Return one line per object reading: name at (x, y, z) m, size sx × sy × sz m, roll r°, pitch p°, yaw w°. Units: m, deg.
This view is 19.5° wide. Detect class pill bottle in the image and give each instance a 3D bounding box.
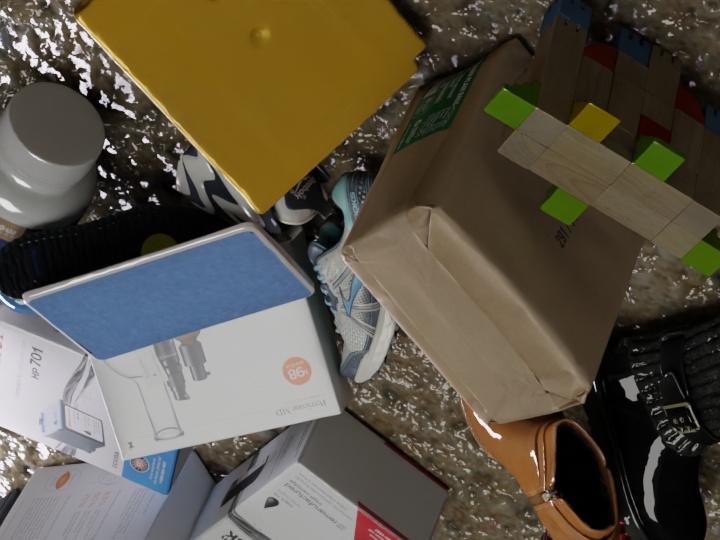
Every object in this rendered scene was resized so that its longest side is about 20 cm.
pill bottle at (-0.281, -0.062, 1.706) m, size 0.111 × 0.111 × 0.200 m, roll 34°, pitch 137°, yaw -7°

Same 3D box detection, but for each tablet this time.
tablet at (-0.148, 0.017, 1.630) m, size 0.199 × 0.014 × 0.130 m, roll -18°, pitch 150°, yaw 15°

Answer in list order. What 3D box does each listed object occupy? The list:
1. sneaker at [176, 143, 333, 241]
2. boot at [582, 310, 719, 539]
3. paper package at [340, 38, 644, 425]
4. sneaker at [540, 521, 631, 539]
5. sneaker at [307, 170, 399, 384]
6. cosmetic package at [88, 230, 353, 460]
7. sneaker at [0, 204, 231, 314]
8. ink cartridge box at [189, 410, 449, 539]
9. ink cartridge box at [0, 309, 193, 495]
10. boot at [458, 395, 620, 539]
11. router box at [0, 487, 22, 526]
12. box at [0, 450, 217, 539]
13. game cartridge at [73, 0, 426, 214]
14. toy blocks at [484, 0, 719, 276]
sneaker at (-0.071, -0.095, 1.573) m, size 0.129 × 0.079 × 0.200 m, roll 33°, pitch 139°, yaw 16°
boot at (0.267, 0.133, 1.621) m, size 0.157 × 0.079 × 0.212 m, roll -11°, pitch 112°, yaw 34°
paper package at (0.100, -0.028, 1.485) m, size 0.103 × 0.200 × 0.191 m, roll -22°, pitch 119°, yaw 39°
sneaker at (0.189, 0.228, 1.773) m, size 0.095 × 0.079 × 0.201 m, roll -1°, pitch 130°, yaw 30°
sneaker at (0.000, 0.000, 1.653) m, size 0.086 × 0.078 × 0.201 m, roll 16°, pitch 126°, yaw 3°
cosmetic package at (-0.122, 0.061, 1.718) m, size 0.199 × 0.052 × 0.151 m, roll -14°, pitch 104°, yaw 17°
sneaker at (-0.193, -0.004, 1.671) m, size 0.199 × 0.066 × 0.078 m, roll -10°, pitch 162°, yaw -2°
ink cartridge box at (-0.041, 0.224, 1.877) m, size 0.144 × 0.084 × 0.200 m, roll 38°, pitch 136°, yaw -12°
ink cartridge box at (-0.237, 0.093, 1.851) m, size 0.199 × 0.086 × 0.147 m, roll 21°, pitch 136°, yaw 5°
boot at (0.140, 0.135, 1.627) m, size 0.076 × 0.201 × 0.155 m, roll -22°, pitch 166°, yaw -5°
router box at (-0.337, 0.337, 2.045) m, size 0.149 × 0.200 × 0.051 m, roll 40°, pitch 137°, yaw -13°
box at (-0.235, 0.254, 1.974) m, size 0.199 × 0.125 × 0.098 m, roll -9°, pitch 126°, yaw 33°
game cartridge at (-0.074, -0.169, 1.489) m, size 0.176 × 0.032 × 0.200 m, roll -42°, pitch 110°, yaw 2°
toy blocks at (0.180, -0.104, 1.431) m, size 0.199 × 0.137 × 0.100 m, roll 30°, pitch 135°, yaw -13°
